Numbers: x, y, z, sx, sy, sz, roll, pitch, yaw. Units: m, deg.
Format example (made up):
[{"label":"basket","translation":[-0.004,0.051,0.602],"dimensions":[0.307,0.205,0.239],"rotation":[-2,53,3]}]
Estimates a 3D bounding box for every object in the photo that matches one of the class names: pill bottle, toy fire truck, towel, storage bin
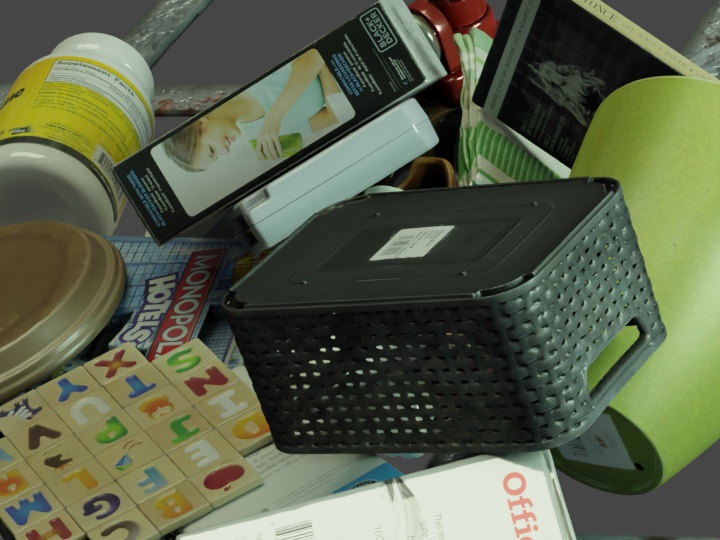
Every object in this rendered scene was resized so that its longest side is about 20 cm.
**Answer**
[{"label":"pill bottle","translation":[-0.212,-0.087,2.016],"dimensions":[0.112,0.112,0.200],"rotation":[-7,31,16]},{"label":"toy fire truck","translation":[0.038,-0.152,1.908],"dimensions":[0.176,0.200,0.129],"rotation":[-33,34,-26]},{"label":"towel","translation":[0.120,-0.067,1.798],"dimensions":[0.023,0.153,0.200],"rotation":[-46,23,26]},{"label":"storage bin","translation":[0.044,0.024,1.489],"dimensions":[0.200,0.094,0.135],"rotation":[-2,27,36]}]

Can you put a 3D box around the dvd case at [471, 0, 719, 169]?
[{"label":"dvd case","translation":[0.165,-0.091,1.682],"dimensions":[0.200,0.149,0.016],"rotation":[35,61,10]}]

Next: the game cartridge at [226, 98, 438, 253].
[{"label":"game cartridge","translation":[-0.017,-0.059,1.730],"dimensions":[0.133,0.040,0.200],"rotation":[-35,3,-4]}]

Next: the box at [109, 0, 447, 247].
[{"label":"box","translation":[-0.050,-0.095,1.758],"dimensions":[0.200,0.060,0.117],"rotation":[-31,2,9]}]

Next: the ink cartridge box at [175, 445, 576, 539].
[{"label":"ink cartridge box","translation":[0.020,0.188,1.430],"dimensions":[0.200,0.083,0.145],"rotation":[-15,60,3]}]

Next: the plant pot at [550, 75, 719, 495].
[{"label":"plant pot","translation":[0.173,0.025,1.604],"dimensions":[0.187,0.187,0.200],"rotation":[8,52,36]}]

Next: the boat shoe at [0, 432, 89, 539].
[{"label":"boat shoe","translation":[-0.181,0.147,1.665],"dimensions":[0.070,0.066,0.200],"rotation":[-25,31,-13]}]

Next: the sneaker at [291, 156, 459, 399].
[{"label":"sneaker","translation":[0.000,0.000,1.685],"dimensions":[0.073,0.085,0.200],"rotation":[9,39,29]}]

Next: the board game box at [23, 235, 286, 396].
[{"label":"board game box","translation":[-0.104,0.044,1.800],"dimensions":[0.200,0.062,0.200],"rotation":[-7,32,18]}]

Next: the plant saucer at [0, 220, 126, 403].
[{"label":"plant saucer","translation":[-0.248,0.029,1.822],"dimensions":[0.200,0.029,0.200],"rotation":[-19,30,12]}]

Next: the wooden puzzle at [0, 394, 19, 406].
[{"label":"wooden puzzle","translation":[-0.347,0.118,1.816],"dimensions":[0.200,0.046,0.185],"rotation":[1,35,28]}]

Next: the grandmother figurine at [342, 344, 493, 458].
[{"label":"grandmother figurine","translation":[0.051,0.060,1.638],"dimensions":[0.061,0.121,0.200],"rotation":[35,29,16]}]

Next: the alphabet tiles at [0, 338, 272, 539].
[{"label":"alphabet tiles","translation":[-0.141,0.103,1.642],"dimensions":[0.166,0.006,0.200],"rotation":[-27,32,-16]}]

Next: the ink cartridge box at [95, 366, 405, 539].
[{"label":"ink cartridge box","translation":[-0.055,0.140,1.613],"dimensions":[0.116,0.067,0.200],"rotation":[-30,33,-20]}]

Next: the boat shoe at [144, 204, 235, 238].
[{"label":"boat shoe","translation":[-0.074,-0.053,1.903],"dimensions":[0.200,0.069,0.072],"rotation":[-39,32,39]}]
